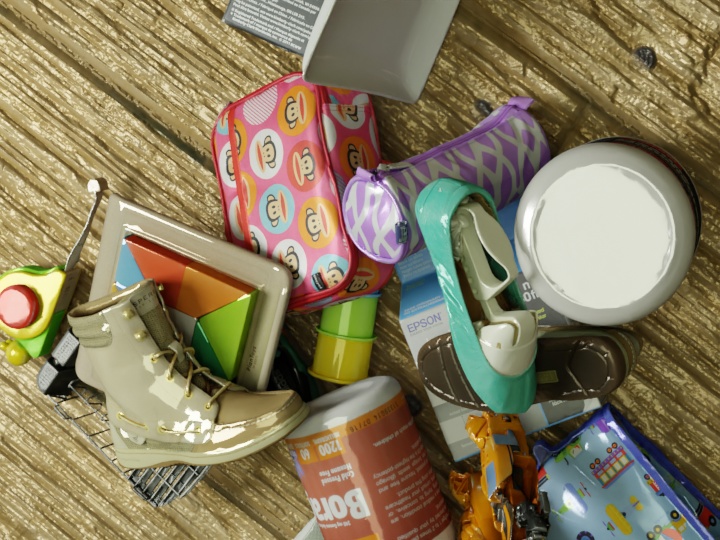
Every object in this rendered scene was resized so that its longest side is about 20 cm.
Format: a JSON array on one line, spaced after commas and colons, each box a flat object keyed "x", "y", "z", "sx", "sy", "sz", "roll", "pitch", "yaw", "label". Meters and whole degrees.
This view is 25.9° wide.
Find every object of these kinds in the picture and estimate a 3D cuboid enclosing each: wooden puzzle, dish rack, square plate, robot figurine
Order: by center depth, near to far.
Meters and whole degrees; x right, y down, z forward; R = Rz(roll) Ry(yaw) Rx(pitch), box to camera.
[{"x": 0.113, "y": 0.221, "z": 1.289, "sx": 0.058, "sy": 0.201, "sz": 0.146, "roll": 6, "pitch": 129, "yaw": -8, "label": "robot figurine"}, {"x": 0.031, "y": -0.244, "z": 1.306, "sx": 0.028, "sy": 0.199, "sz": 0.200, "roll": 29, "pitch": 104, "yaw": 27, "label": "square plate"}, {"x": -0.163, "y": 0.051, "z": 1.379, "sx": 0.199, "sy": 0.037, "sz": 0.187, "roll": 24, "pitch": 114, "yaw": 20, "label": "wooden puzzle"}, {"x": -0.202, "y": 0.112, "z": 1.465, "sx": 0.200, "sy": 0.054, "sz": 0.154, "roll": 42, "pitch": 106, "yaw": 16, "label": "dish rack"}]

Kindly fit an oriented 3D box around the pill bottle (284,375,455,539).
[{"x": 0.016, "y": 0.202, "z": 1.356, "sx": 0.111, "sy": 0.112, "sz": 0.202, "roll": -21, "pitch": 94, "yaw": 16, "label": "pill bottle"}]

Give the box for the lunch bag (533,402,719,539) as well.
[{"x": 0.217, "y": 0.228, "z": 1.363, "sx": 0.200, "sy": 0.094, "sz": 0.151, "roll": 47, "pitch": 108, "yaw": 6, "label": "lunch bag"}]

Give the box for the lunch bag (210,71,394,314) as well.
[{"x": -0.060, "y": -0.063, "z": 1.383, "sx": 0.175, "sy": 0.081, "sz": 0.202, "roll": -19, "pitch": 77, "yaw": 42, "label": "lunch bag"}]

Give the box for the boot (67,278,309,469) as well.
[{"x": -0.149, "y": 0.082, "z": 1.323, "sx": 0.198, "sy": 0.073, "sz": 0.157, "roll": -10, "pitch": 106, "yaw": 33, "label": "boot"}]

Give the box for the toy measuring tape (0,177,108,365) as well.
[{"x": -0.302, "y": -0.005, "z": 1.485, "sx": 0.073, "sy": 0.074, "sz": 0.202, "roll": 25, "pitch": 102, "yaw": 10, "label": "toy measuring tape"}]

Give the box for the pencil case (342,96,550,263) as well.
[{"x": 0.072, "y": -0.076, "z": 1.312, "sx": 0.083, "sy": 0.199, "sz": 0.086, "roll": 12, "pitch": 120, "yaw": 45, "label": "pencil case"}]

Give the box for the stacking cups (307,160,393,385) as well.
[{"x": 0.000, "y": 0.000, "z": 1.411, "sx": 0.060, "sy": 0.060, "sz": 0.202, "roll": 13, "pitch": 99, "yaw": 13, "label": "stacking cups"}]

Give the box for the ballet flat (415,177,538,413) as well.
[{"x": 0.100, "y": 0.023, "z": 1.220, "sx": 0.067, "sy": 0.070, "sz": 0.202, "roll": -25, "pitch": 99, "yaw": -28, "label": "ballet flat"}]

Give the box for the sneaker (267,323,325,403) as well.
[{"x": -0.105, "y": 0.058, "z": 1.429, "sx": 0.071, "sy": 0.080, "sz": 0.200, "roll": -40, "pitch": 88, "yaw": 7, "label": "sneaker"}]

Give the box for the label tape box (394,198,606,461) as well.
[{"x": 0.114, "y": 0.048, "z": 1.383, "sx": 0.142, "sy": 0.066, "sz": 0.202, "roll": -22, "pitch": 92, "yaw": 16, "label": "label tape box"}]

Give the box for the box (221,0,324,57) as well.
[{"x": -0.022, "y": -0.286, "z": 1.348, "sx": 0.105, "sy": 0.122, "sz": 0.202, "roll": 25, "pitch": 102, "yaw": 12, "label": "box"}]

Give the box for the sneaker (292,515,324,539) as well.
[{"x": -0.033, "y": 0.260, "z": 1.449, "sx": 0.199, "sy": 0.080, "sz": 0.071, "roll": -33, "pitch": 80, "yaw": -3, "label": "sneaker"}]

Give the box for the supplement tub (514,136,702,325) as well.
[{"x": 0.206, "y": -0.037, "z": 1.278, "sx": 0.139, "sy": 0.200, "sz": 0.142, "roll": 2, "pitch": 97, "yaw": 14, "label": "supplement tub"}]

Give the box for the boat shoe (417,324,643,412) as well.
[{"x": 0.143, "y": 0.075, "z": 1.312, "sx": 0.198, "sy": 0.076, "sz": 0.072, "roll": 0, "pitch": 108, "yaw": 36, "label": "boat shoe"}]
